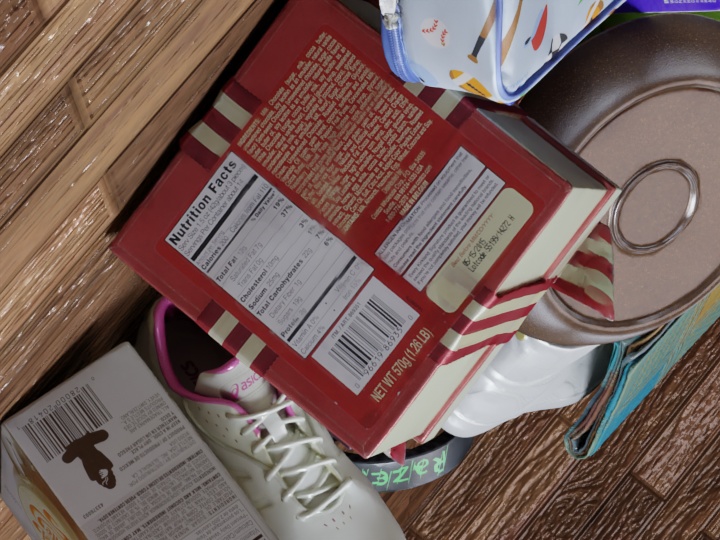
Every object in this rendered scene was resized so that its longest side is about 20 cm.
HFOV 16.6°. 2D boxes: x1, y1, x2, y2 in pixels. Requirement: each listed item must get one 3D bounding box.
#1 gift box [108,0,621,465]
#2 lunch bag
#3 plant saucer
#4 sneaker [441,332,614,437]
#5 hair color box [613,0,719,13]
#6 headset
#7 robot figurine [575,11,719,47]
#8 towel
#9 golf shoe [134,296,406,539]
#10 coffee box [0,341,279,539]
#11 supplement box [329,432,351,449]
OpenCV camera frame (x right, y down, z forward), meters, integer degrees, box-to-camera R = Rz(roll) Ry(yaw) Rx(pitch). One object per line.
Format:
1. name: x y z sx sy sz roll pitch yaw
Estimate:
1. gift box: 0.015 -0.011 1.188 0.185 0.200 0.187 -48 173 10
2. lunch bag: 0.074 -0.165 1.083 0.200 0.075 0.161 -41 139 -47
3. plant saucer: 0.151 -0.040 1.322 0.199 0.032 0.201 -17 128 -23
4. sneaker: 0.131 0.030 1.471 0.116 0.074 0.200 -42 171 38
5. hair color box: 0.173 -0.183 1.303 0.109 0.199 0.065 -42 123 -45
6. headset: 0.000 0.077 1.543 0.123 0.200 0.094 -9 127 -10
7. robot figurine: 0.175 -0.102 1.422 0.176 0.115 0.201 70 40 -57
8. towel: 0.205 0.023 1.534 0.200 0.022 0.147 -44 166 -28
9. golf shoe: -0.050 0.091 1.260 0.075 0.200 0.092 -39 160 -22
10. coffee box: -0.091 0.151 1.224 0.080 0.200 0.114 -33 165 -19
11. supplement box: 0.000 0.000 1.399 0.086 0.110 0.200 -45 168 -31
